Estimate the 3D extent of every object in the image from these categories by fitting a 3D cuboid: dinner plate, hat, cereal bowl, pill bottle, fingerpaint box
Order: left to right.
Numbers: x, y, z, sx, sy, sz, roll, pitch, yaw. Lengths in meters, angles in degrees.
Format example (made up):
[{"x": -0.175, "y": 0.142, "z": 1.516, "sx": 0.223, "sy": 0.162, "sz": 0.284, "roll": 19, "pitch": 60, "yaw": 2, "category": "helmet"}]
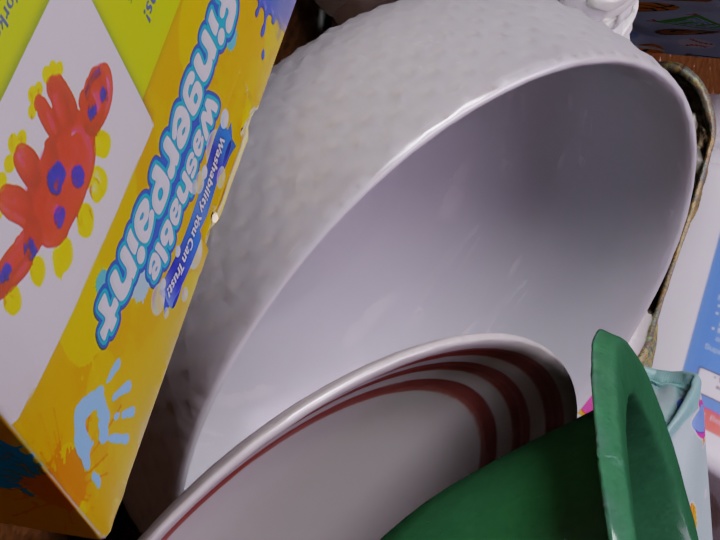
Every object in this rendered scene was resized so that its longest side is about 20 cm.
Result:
[{"x": -0.085, "y": -0.069, "z": 0.520, "sx": 0.167, "sy": 0.073, "sz": 0.201, "roll": 61, "pitch": 40, "yaw": -53, "category": "fingerpaint box"}, {"x": -0.019, "y": 0.091, "z": 0.658, "sx": 0.200, "sy": 0.024, "sz": 0.201, "roll": -32, "pitch": 147, "yaw": -24, "category": "dinner plate"}, {"x": 0.000, "y": 0.000, "z": 0.679, "sx": 0.200, "sy": 0.083, "sz": 0.201, "roll": -34, "pitch": 148, "yaw": -25, "category": "cereal bowl"}, {"x": 0.004, "y": 0.112, "z": 0.645, "sx": 0.200, "sy": 0.175, "sz": 0.167, "roll": 56, "pitch": 25, "yaw": -58, "category": "hat"}, {"x": 0.153, "y": 0.021, "z": 1.079, "sx": 0.113, "sy": 0.111, "sz": 0.201, "roll": 66, "pitch": 37, "yaw": -50, "category": "pill bottle"}]

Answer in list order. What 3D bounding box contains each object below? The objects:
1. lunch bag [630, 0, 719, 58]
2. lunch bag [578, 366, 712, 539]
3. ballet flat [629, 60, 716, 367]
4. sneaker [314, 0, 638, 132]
[{"x": 0.106, "y": -0.124, "z": 0.865, "sx": 0.200, "sy": 0.159, "sz": 0.076, "roll": 5, "pitch": 91, "yaw": -67, "category": "lunch bag"}, {"x": 0.048, "y": 0.145, "z": 0.839, "sx": 0.200, "sy": 0.121, "sz": 0.171, "roll": -47, "pitch": 139, "yaw": -42, "category": "lunch bag"}, {"x": 0.107, "y": -0.008, "z": 0.996, "sx": 0.071, "sy": 0.070, "sz": 0.201, "roll": 66, "pitch": 39, "yaw": -50, "category": "ballet flat"}, {"x": 0.068, "y": -0.097, "z": 0.722, "sx": 0.075, "sy": 0.200, "sz": 0.100, "roll": -39, "pitch": 98, "yaw": -32, "category": "sneaker"}]
